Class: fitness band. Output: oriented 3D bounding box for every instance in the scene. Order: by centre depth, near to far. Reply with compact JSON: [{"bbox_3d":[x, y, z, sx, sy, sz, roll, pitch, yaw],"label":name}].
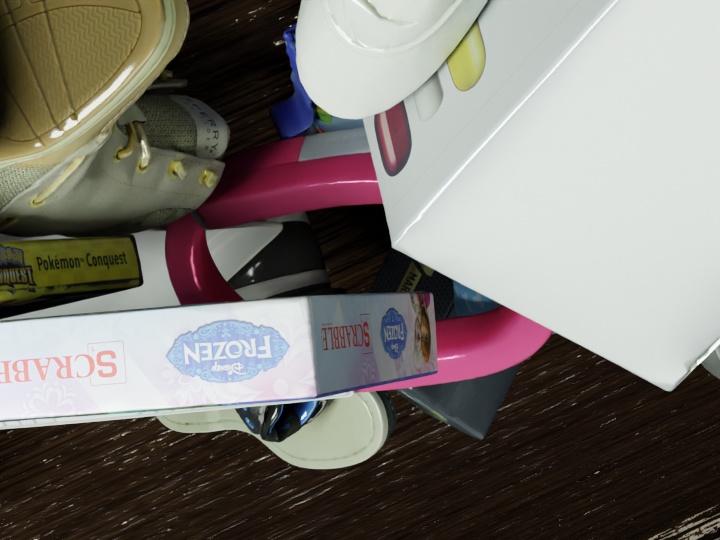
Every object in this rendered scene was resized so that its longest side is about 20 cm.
[{"bbox_3d":[0.000,0.000,1.001,0.200,0.037,0.144,-8,132,29],"label":"fitness band"}]

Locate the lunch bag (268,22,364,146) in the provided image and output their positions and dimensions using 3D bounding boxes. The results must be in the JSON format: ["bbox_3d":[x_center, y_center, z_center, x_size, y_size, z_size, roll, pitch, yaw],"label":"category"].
[{"bbox_3d":[0.056,-0.095,0.990,0.199,0.094,0.151,-20,164,-1],"label":"lunch bag"}]

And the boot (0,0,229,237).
[{"bbox_3d":[-0.105,-0.065,0.872,0.200,0.072,0.154,-32,162,36],"label":"boot"}]

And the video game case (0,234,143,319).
[{"bbox_3d":[-0.221,0.018,0.892,0.200,0.026,0.181,-12,177,26],"label":"video game case"}]

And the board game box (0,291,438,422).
[{"bbox_3d":[-0.086,0.037,0.906,0.199,0.041,0.200,-5,178,16],"label":"board game box"}]

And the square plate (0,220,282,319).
[{"bbox_3d":[-0.169,0.020,1.084,0.198,0.029,0.200,0,148,-48],"label":"square plate"}]

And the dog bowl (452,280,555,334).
[{"bbox_3d":[0.123,-0.042,1.083,0.200,0.050,0.111,-39,-148,-30],"label":"dog bowl"}]

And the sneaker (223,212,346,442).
[{"bbox_3d":[-0.082,0.057,1.184,0.073,0.112,0.200,-5,153,-44],"label":"sneaker"}]

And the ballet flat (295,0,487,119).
[{"bbox_3d":[0.035,-0.139,0.805,0.200,0.069,0.069,-49,156,17],"label":"ballet flat"}]

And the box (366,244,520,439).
[{"bbox_3d":[0.066,0.004,1.210,0.158,0.051,0.200,-62,161,-5],"label":"box"}]

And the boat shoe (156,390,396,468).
[{"bbox_3d":[-0.041,0.070,1.246,0.066,0.075,0.199,-14,-172,-42],"label":"boat shoe"}]

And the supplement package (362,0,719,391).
[{"bbox_3d":[0.122,-0.077,0.854,0.156,0.111,0.200,27,120,-29],"label":"supplement package"}]

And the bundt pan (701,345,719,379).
[{"bbox_3d":[0.202,-0.030,0.953,0.076,0.202,0.202,14,147,-20],"label":"bundt pan"}]

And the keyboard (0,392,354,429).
[{"bbox_3d":[-0.105,0.054,1.052,0.199,0.011,0.056,-6,135,17],"label":"keyboard"}]
